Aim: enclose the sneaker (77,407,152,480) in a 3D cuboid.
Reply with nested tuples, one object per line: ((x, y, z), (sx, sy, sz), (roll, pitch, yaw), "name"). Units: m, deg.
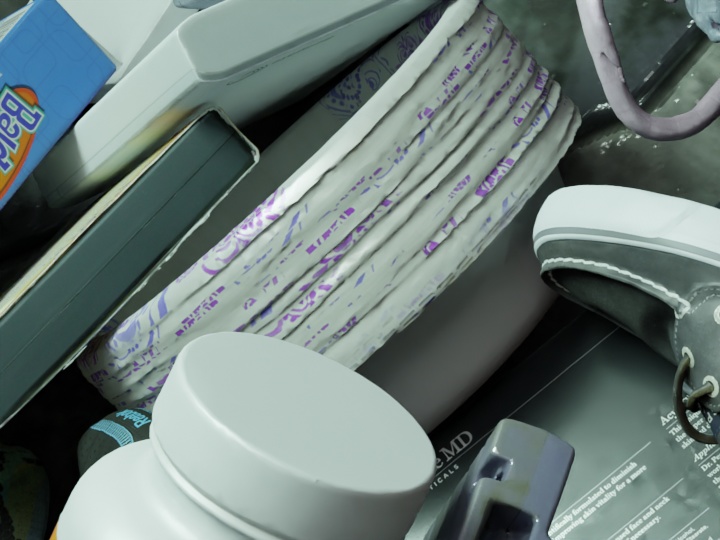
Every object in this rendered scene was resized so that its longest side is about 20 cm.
((-0.059, 0.142, 1.009), (0.073, 0.201, 0.082), (-11, 22, -26), "sneaker")

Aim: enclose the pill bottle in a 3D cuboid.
((-0.054, 0.125, 0.888), (0.112, 0.112, 0.201), (41, 116, 37), "pill bottle")

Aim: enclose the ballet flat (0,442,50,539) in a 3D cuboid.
((-0.187, 0.144, 1.114), (0.074, 0.074, 0.201), (16, 68, 31), "ballet flat")

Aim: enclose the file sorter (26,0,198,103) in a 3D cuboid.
((-0.116, -0.186, 1.223), (0.138, 0.124, 0.201), (4, 58, 58), "file sorter")

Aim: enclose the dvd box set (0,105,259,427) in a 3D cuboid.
((-0.121, 0.017, 1.091), (0.029, 0.200, 0.146), (45, 67, -7), "dvd box set")

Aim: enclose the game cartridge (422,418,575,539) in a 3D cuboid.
((0.011, 0.157, 0.884), (0.038, 0.130, 0.201), (21, 61, 2), "game cartridge")

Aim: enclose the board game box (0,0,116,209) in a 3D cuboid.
((-0.199, -0.020, 1.152), (0.200, 0.045, 0.152), (-19, 29, 53), "board game box")

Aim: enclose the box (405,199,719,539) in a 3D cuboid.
((0.119, 0.079, 1.011), (0.200, 0.079, 0.141), (-38, 56, -2), "box")

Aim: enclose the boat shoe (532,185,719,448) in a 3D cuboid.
((0.137, 0.033, 0.946), (0.199, 0.070, 0.067), (23, 73, 21), "boat shoe")

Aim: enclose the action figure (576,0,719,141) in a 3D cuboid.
((0.191, -0.083, 1.046), (0.148, 0.135, 0.200), (-8, 14, 31), "action figure")

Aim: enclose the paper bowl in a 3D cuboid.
((0.000, 0.000, 1.062), (0.201, 0.201, 0.104), (-45, 97, -7), "paper bowl")

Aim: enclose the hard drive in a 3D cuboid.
((-0.040, -0.079, 1.101), (0.131, 0.200, 0.027), (-26, 88, -24), "hard drive")

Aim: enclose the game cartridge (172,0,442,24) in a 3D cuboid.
((-0.013, -0.203, 1.185), (0.041, 0.132, 0.202), (0, 89, 57), "game cartridge")
